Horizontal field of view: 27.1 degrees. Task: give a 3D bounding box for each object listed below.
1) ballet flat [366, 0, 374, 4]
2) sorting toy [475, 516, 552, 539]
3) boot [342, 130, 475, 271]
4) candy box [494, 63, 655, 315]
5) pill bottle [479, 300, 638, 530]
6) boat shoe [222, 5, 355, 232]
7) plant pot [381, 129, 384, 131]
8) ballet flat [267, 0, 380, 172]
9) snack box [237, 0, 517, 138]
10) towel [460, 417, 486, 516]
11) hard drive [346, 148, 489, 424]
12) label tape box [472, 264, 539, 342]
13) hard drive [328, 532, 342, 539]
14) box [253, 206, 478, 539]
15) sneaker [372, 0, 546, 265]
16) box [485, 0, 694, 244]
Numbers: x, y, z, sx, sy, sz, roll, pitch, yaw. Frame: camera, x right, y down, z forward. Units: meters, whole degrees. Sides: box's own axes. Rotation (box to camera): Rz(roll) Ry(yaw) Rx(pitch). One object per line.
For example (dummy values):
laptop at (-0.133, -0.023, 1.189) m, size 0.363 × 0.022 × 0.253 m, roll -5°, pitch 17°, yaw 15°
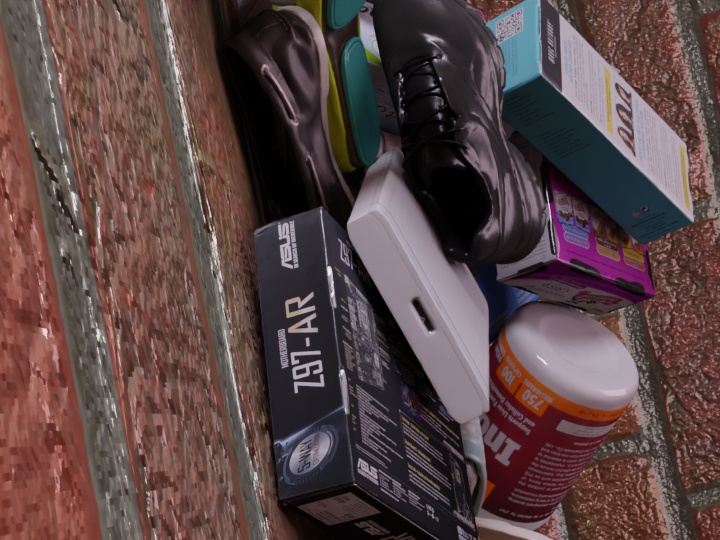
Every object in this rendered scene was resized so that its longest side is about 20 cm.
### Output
ballet flat at (-0.050, -0.253, 1.019) m, size 0.200 × 0.073 × 0.073 m, roll 57°, pitch 2°, yaw 4°
sorting toy at (0.122, 0.272, 0.990) m, size 0.107 × 0.179 × 0.201 m, roll 143°, pitch -42°, yaw -83°
boot at (0.000, 0.000, 1.064) m, size 0.146 × 0.200 × 0.070 m, roll 34°, pitch 1°, yaw -36°
candy box at (0.155, -0.078, 1.160) m, size 0.136 × 0.061 × 0.201 m, roll 18°, pitch 60°, yaw -45°
pill bottle at (0.124, 0.132, 1.177) m, size 0.113 × 0.113 × 0.200 m, roll -97°, pitch -150°, yaw -56°
boat shoe at (-0.046, -0.065, 0.941) m, size 0.067 × 0.057 × 0.201 m, roll 19°, pitch -53°, yaw 46°
plant pot at (0.031, -0.089, 1.204) m, size 0.189 × 0.200 × 0.201 m, roll -38°, pitch 117°, yaw -69°
ballet flat at (-0.027, -0.156, 0.947) m, size 0.067 × 0.067 × 0.201 m, roll -49°, pitch 143°, yaw -52°
snack box at (0.009, -0.165, 1.074) m, size 0.053 × 0.200 × 0.143 m, roll -50°, pitch -147°, yaw 35°
towel at (0.044, 0.150, 1.119) m, size 0.171 × 0.048 × 0.200 m, roll -100°, pitch -160°, yaw -51°
hard drive at (0.040, 0.002, 0.919) m, size 0.132 × 0.027 × 0.200 m, roll 60°, pitch 10°, yaw -10°
label tape box at (0.092, 0.031, 1.226) m, size 0.063 × 0.200 × 0.144 m, roll 49°, pitch 34°, yaw 5°
hard drive at (-0.003, 0.139, 0.978) m, size 0.140 × 0.038 × 0.201 m, roll -78°, pitch 157°, yaw -82°
box at (0.008, 0.078, 0.855) m, size 0.200 × 0.043 × 0.161 m, roll 44°, pitch 34°, yaw -58°
sneaker at (0.056, -0.096, 0.959) m, size 0.091 × 0.076 × 0.201 m, roll -20°, pitch 86°, yaw -60°
box at (0.170, -0.106, 1.094) m, size 0.200 × 0.049 × 0.082 m, roll 37°, pitch 41°, yaw -35°
